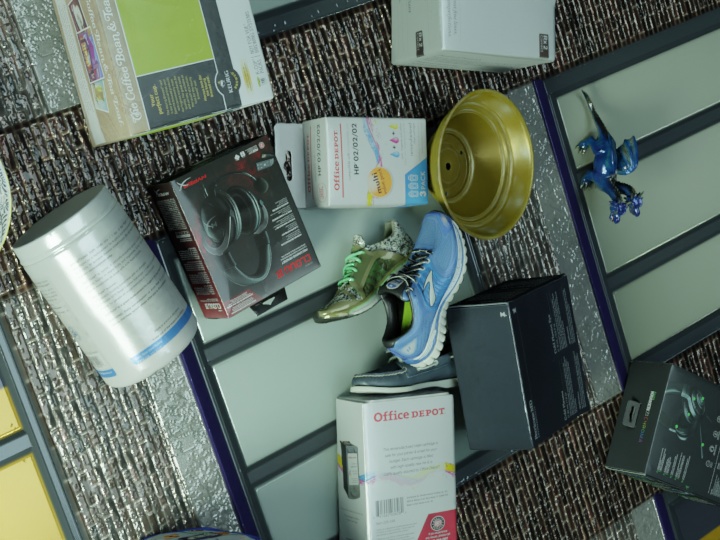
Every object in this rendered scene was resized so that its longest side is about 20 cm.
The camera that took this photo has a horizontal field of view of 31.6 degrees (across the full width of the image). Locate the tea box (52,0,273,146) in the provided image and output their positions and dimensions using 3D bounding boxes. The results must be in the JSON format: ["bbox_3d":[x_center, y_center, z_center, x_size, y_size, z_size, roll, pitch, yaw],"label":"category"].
[{"bbox_3d":[-0.234,-0.269,1.492,0.195,0.133,0.203,-18,99,-31],"label":"tea box"}]

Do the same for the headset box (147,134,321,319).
[{"bbox_3d":[-0.150,-0.044,1.575,0.148,0.077,0.202,-28,102,-29],"label":"headset box"}]

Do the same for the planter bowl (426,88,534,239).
[{"bbox_3d":[0.145,-0.144,1.745,0.199,0.083,0.204,-2,92,-43],"label":"planter bowl"}]

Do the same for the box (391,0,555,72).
[{"bbox_3d":[0.152,-0.381,1.734,0.198,0.130,0.202,-1,90,-32],"label":"box"}]

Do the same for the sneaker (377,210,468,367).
[{"bbox_3d":[0.076,0.017,1.633,0.089,0.078,0.203,22,75,-38],"label":"sneaker"}]

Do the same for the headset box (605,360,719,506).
[{"bbox_3d":[0.484,0.248,1.954,0.198,0.092,0.176,22,79,-29],"label":"headset box"}]

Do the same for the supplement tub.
[{"bbox_3d":[-0.289,0.020,1.457,0.132,0.131,0.201,-40,110,-25],"label":"supplement tub"}]

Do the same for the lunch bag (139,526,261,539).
[{"bbox_3d":[-0.158,0.375,1.511,0.199,0.169,0.125,33,70,-26],"label":"lunch bag"}]

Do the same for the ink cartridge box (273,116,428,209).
[{"bbox_3d":[-0.010,-0.140,1.667,0.198,0.068,0.117,-3,91,-31],"label":"ink cartridge box"}]

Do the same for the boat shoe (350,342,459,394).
[{"bbox_3d":[0.069,0.130,1.710,0.198,0.075,0.063,-4,93,-33],"label":"boat shoe"}]

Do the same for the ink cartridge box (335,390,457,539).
[{"bbox_3d":[0.048,0.265,1.689,0.146,0.085,0.203,-1,89,-31],"label":"ink cartridge box"}]

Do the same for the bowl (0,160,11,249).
[{"bbox_3d":[-0.482,-0.071,1.359,0.198,0.094,0.204,0,89,-31],"label":"bowl"}]

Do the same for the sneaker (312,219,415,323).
[{"bbox_3d":[0.000,0.000,1.679,0.199,0.077,0.089,-36,98,-34],"label":"sneaker"}]

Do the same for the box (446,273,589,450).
[{"bbox_3d":[0.218,0.124,1.752,0.181,0.103,0.203,-18,99,-54],"label":"box"}]

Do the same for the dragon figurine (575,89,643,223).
[{"bbox_3d":[0.373,-0.170,1.886,0.058,0.099,0.203,-1,90,-32],"label":"dragon figurine"}]
